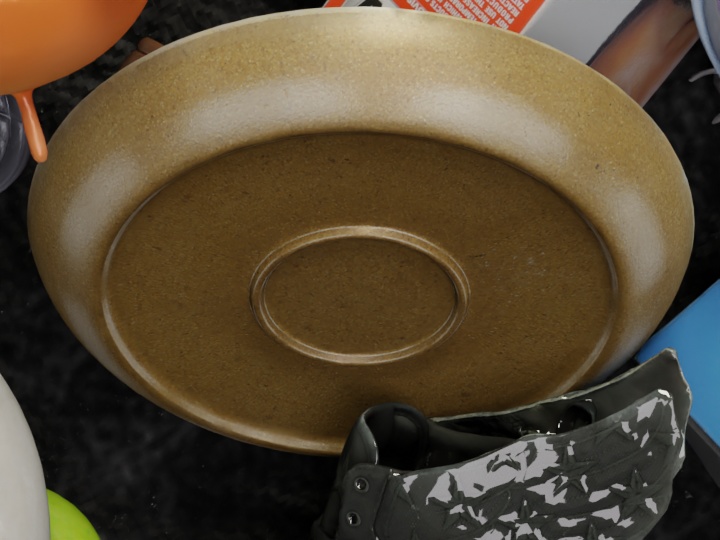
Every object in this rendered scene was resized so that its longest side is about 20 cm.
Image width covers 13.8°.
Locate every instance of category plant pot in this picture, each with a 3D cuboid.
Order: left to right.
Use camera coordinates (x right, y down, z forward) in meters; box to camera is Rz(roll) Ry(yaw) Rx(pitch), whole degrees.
[{"bbox_3d":[0.000,0.000,0.878,0.199,0.028,0.201,0,141,0],"label":"plant pot"}]

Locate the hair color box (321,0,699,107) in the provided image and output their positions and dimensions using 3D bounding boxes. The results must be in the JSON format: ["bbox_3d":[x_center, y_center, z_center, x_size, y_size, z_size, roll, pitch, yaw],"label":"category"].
[{"bbox_3d":[0.084,-0.121,0.885,0.064,0.111,0.200,48,113,22],"label":"hair color box"}]

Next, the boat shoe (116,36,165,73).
[{"bbox_3d":[0.010,-0.025,0.942,0.199,0.072,0.068,12,94,-19],"label":"boat shoe"}]

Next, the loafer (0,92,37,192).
[{"bbox_3d":[-0.145,-0.119,0.899,0.071,0.063,0.201,-14,102,9],"label":"loafer"}]

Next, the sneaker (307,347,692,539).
[{"bbox_3d":[0.006,0.085,0.907,0.198,0.060,0.105,-5,107,15],"label":"sneaker"}]

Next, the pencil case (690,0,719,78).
[{"bbox_3d":[0.193,-0.104,0.872,0.199,0.083,0.091,-25,67,-20],"label":"pencil case"}]

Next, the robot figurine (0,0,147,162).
[{"bbox_3d":[-0.109,-0.134,0.795,0.143,0.117,0.201,4,115,4],"label":"robot figurine"}]

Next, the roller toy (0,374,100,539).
[{"bbox_3d":[-0.194,0.076,0.885,0.182,0.140,0.201,-36,106,-14],"label":"roller toy"}]

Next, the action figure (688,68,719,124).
[{"bbox_3d":[0.180,-0.123,0.961,0.130,0.069,0.200,41,95,-24],"label":"action figure"}]

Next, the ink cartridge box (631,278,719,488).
[{"bbox_3d":[0.204,0.018,0.957,0.200,0.084,0.145,-42,143,-1],"label":"ink cartridge box"}]
